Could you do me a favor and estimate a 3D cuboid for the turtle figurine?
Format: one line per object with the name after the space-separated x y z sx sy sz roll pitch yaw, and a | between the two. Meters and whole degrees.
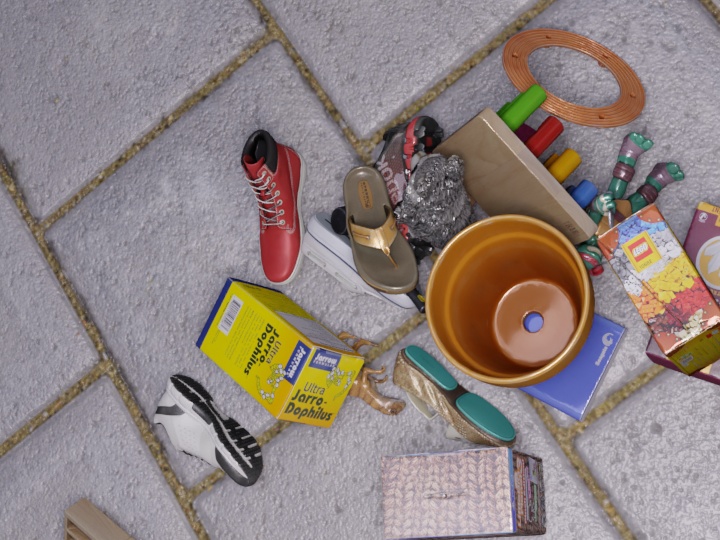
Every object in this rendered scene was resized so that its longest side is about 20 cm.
0.327 -0.064 1.585 0.100 0.149 0.202 19 75 46 | turtle figurine

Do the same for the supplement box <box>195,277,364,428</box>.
-0.110 0.109 1.682 0.199 0.108 0.110 35 102 41 | supplement box

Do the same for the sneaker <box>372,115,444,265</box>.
0.062 -0.110 1.723 0.097 0.070 0.204 2 91 39 | sneaker

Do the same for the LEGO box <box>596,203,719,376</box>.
0.353 0.027 1.418 0.077 0.200 0.150 -32 69 13 | LEGO box

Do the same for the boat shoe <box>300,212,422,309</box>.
0.000 0.000 1.731 0.200 0.073 0.067 41 121 24 | boat shoe

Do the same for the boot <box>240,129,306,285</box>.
-0.130 -0.087 1.748 0.071 0.144 0.203 -3 78 19 | boot

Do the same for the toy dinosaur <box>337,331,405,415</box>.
-0.029 0.137 1.707 0.198 0.060 0.107 20 87 23 | toy dinosaur

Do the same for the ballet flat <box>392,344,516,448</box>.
0.119 0.181 1.649 0.200 0.070 0.066 42 121 26 | ballet flat

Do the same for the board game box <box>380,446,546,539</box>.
0.131 0.279 1.540 0.157 0.200 0.098 -7 76 19 | board game box

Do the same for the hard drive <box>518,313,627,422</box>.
0.231 0.092 1.637 0.198 0.025 0.133 27 89 24 | hard drive

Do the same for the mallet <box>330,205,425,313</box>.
0.040 -0.017 1.689 0.200 0.065 0.041 47 127 26 | mallet

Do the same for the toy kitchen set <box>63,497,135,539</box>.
-0.398 0.470 1.728 0.179 0.199 0.165 33 132 23 | toy kitchen set

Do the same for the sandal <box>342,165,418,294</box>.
0.020 -0.059 1.647 0.079 0.054 0.202 -14 65 -3 | sandal

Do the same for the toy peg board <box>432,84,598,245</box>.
0.215 -0.130 1.580 0.098 0.200 0.199 -45 94 -15 | toy peg board

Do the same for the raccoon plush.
0.130 -0.072 1.594 0.199 0.134 0.097 38 78 -6 | raccoon plush

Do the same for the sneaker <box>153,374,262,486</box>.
-0.214 0.238 1.759 0.200 0.073 0.080 43 109 27 | sneaker

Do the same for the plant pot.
0.199 0.052 1.544 0.197 0.183 0.203 -5 75 19 | plant pot

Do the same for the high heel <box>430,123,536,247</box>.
0.164 -0.115 1.681 0.095 0.067 0.202 19 82 33 | high heel

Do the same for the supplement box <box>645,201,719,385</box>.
0.438 0.032 1.540 0.109 0.086 0.202 20 86 23 | supplement box

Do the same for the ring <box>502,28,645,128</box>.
0.276 -0.248 1.630 0.200 0.199 0.019 43 138 22 | ring
